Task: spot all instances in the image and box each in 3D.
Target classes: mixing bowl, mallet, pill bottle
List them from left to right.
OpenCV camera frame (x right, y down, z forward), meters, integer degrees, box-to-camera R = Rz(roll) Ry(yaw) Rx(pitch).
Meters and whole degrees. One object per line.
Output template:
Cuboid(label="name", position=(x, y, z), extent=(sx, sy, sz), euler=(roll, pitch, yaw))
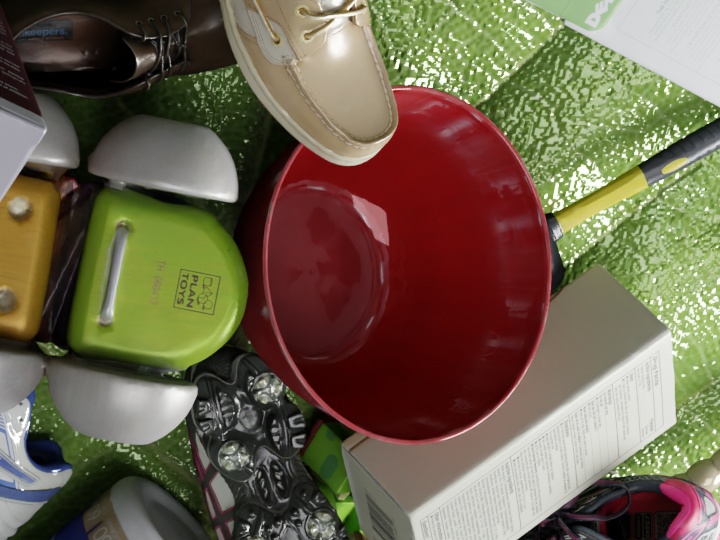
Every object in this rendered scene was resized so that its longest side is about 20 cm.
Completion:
Cuboid(label="pill bottle", position=(-0.178, 0.228, 1.734), extent=(0.200, 0.116, 0.116), euler=(-40, 124, 8))
Cuboid(label="mixing bowl", position=(0.000, 0.000, 1.628), extent=(0.199, 0.108, 0.202), euler=(3, 85, -35))
Cuboid(label="mallet", position=(0.166, -0.046, 1.724), extent=(0.199, 0.041, 0.066), euler=(-23, 124, -7))

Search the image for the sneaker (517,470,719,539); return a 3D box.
Cuboid(label="sneaker", position=(0.125, 0.160, 1.782), extent=(0.199, 0.081, 0.075), euler=(-13, 162, 13))

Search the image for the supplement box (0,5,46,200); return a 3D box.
Cuboid(label="supplement box", position=(-0.228, -0.089, 1.466), extent=(0.061, 0.200, 0.109), euler=(24, 112, -30))

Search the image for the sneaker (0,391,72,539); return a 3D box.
Cuboid(label="sneaker", position=(-0.239, 0.073, 1.654), extent=(0.088, 0.075, 0.200), euler=(-36, 132, -8))

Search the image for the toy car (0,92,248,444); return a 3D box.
Cuboid(label="toy car", position=(-0.159, -0.003, 1.569), extent=(0.199, 0.150, 0.176), euler=(10, 90, 0))

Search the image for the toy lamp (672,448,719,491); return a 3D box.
Cuboid(label="toy lamp", position=(0.194, 0.148, 1.842), extent=(0.199, 0.058, 0.058), euler=(-30, 125, -1))

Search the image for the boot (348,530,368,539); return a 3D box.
Cuboid(label="boot", position=(-0.047, 0.246, 1.797), extent=(0.154, 0.073, 0.200), euler=(-16, 147, -5))

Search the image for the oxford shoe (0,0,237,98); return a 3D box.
Cuboid(label="oxford shoe", position=(-0.111, -0.126, 1.553), extent=(0.199, 0.085, 0.073), euler=(-11, 122, -13))

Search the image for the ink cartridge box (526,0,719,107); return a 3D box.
Cuboid(label="ink cartridge box", position=(0.169, -0.176, 1.625), extent=(0.199, 0.059, 0.104), euler=(24, 111, -29))

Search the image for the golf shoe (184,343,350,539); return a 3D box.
Cuboid(label="golf shoe", position=(-0.059, 0.135, 1.706), extent=(0.077, 0.088, 0.201), euler=(-16, 108, -15))

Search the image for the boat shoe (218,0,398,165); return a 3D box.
Cuboid(label="boat shoe", position=(-0.034, -0.149, 1.519), extent=(0.074, 0.069, 0.201), euler=(-36, 101, -32))

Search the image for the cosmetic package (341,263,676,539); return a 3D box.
Cuboid(label="cosmetic package", position=(0.092, 0.098, 1.718), extent=(0.199, 0.073, 0.104), euler=(-34, 145, -18))

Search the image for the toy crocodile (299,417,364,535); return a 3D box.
Cuboid(label="toy crocodile", position=(-0.007, 0.110, 1.752), extent=(0.200, 0.062, 0.067), euler=(-54, 153, 16))
